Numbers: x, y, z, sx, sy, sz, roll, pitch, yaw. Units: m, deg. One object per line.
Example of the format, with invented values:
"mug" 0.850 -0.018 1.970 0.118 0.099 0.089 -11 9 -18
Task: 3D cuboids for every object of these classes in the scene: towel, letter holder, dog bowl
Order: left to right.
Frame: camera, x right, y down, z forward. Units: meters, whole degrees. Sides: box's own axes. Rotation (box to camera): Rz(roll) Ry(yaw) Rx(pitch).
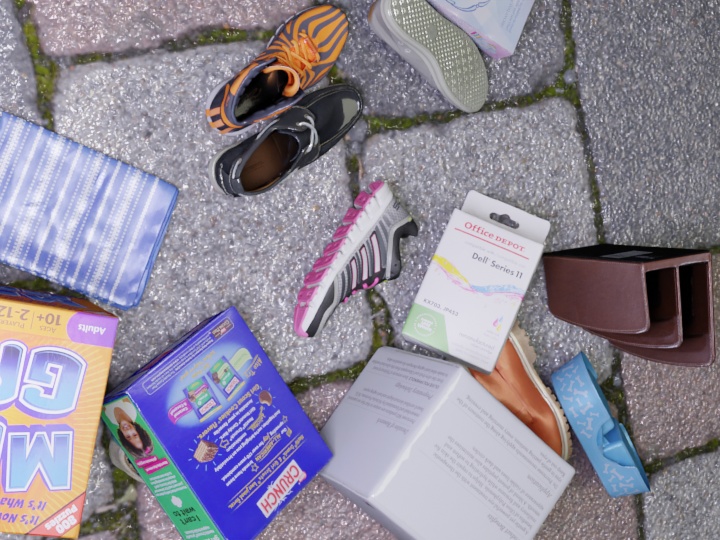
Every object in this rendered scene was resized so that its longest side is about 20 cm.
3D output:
"towel" -0.299 -0.057 1.096 0.199 0.024 0.146 23 83 -23
"dog bowl" 0.299 0.198 1.334 0.049 0.112 0.201 -26 106 13
"letter holder" 0.320 0.048 1.279 0.100 0.200 0.143 -9 97 -23

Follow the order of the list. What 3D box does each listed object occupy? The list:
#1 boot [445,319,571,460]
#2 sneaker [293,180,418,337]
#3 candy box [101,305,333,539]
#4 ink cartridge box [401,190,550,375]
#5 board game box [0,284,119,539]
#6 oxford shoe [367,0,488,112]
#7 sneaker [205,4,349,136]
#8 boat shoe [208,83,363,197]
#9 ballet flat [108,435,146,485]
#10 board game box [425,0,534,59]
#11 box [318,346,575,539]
"boot" 0.180 0.163 1.300 0.107 0.075 0.201 -31 97 -15
"sneaker" 0.000 0.000 1.203 0.087 0.074 0.201 36 74 -15
"candy box" -0.148 0.169 1.105 0.169 0.077 0.201 -40 100 -43
"ink cartridge box" 0.139 0.007 1.244 0.116 0.067 0.201 22 83 9
"board game box" -0.356 0.115 0.985 0.198 0.200 0.202 11 89 -24
"oxford shoe" 0.081 -0.257 1.237 0.200 0.058 0.076 37 71 -36
"sneaker" -0.072 -0.215 1.137 0.200 0.112 0.078 -47 110 -14
"boat shoe" -0.070 -0.141 1.168 0.199 0.067 0.072 -35 111 -22
"ballet flat" -0.184 0.234 1.144 0.199 0.062 0.068 33 80 -22
"board game box" 0.129 -0.386 1.248 0.198 0.043 0.201 28 78 -22
"box" 0.083 0.218 1.186 0.199 0.200 0.172 42 75 -21
